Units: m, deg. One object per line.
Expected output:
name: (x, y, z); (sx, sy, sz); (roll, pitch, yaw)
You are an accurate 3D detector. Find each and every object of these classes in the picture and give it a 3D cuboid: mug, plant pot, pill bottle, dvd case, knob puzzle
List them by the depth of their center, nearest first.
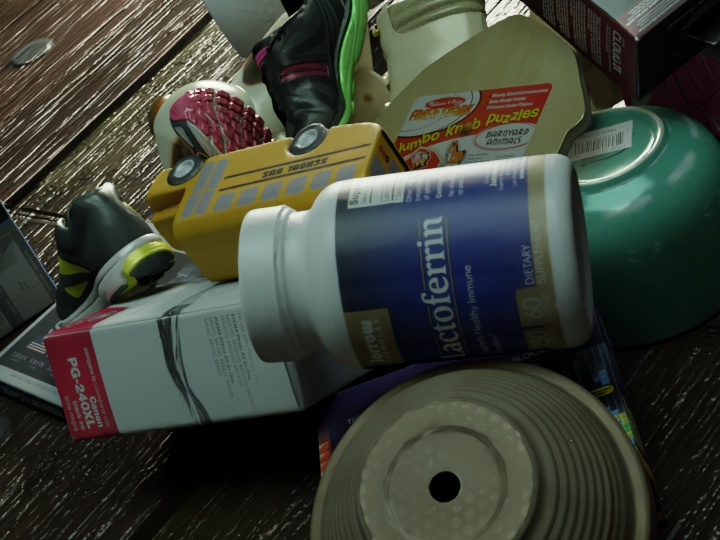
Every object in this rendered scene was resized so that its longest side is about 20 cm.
plant pot: (0.057, 0.133, 0.943); (0.200, 0.093, 0.201); (-8, 63, 17)
pill bottle: (0.034, -0.002, 1.019); (0.199, 0.116, 0.116); (-7, 36, 12)
mug: (0.168, -0.031, 1.151); (0.185, 0.115, 0.152); (-39, 35, -19)
knob puzzle: (0.081, -0.091, 1.174); (0.219, 0.030, 0.220); (-26, 40, 25)
dvd case: (-0.197, 0.040, 1.396); (0.150, 0.025, 0.200); (14, 50, 46)
mug: (-0.066, -0.292, 1.678); (0.175, 0.148, 0.200); (-33, 2, 3)

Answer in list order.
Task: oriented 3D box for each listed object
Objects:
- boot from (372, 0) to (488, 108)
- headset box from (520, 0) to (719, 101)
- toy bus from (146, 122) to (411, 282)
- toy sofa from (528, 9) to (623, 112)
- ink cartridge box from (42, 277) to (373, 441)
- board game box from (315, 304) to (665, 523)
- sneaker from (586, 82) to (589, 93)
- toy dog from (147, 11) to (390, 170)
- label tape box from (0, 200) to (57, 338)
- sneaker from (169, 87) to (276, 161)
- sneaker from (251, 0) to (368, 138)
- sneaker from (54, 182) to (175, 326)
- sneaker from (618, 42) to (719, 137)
boot: (0.034, -0.114, 1.296); (0.200, 0.073, 0.156); (-36, 58, 36)
headset box: (0.186, -0.222, 1.152); (0.149, 0.075, 0.200); (-38, 63, -11)
toy bus: (-0.058, -0.044, 1.172); (0.199, 0.065, 0.078); (-11, 43, 31)
toy sofa: (0.186, -0.212, 1.305); (0.083, 0.200, 0.098); (-31, 68, -6)
ink cartridge box: (-0.094, 0.052, 1.194); (0.199, 0.084, 0.145); (-9, 9, 31)
board game box: (0.074, 0.117, 1.067); (0.199, 0.057, 0.166); (-21, 34, 9)
sneaker: (0.096, -0.094, 1.337); (0.200, 0.079, 0.079); (-36, 61, 29)
toy dog: (-0.071, -0.127, 1.396); (0.200, 0.194, 0.140); (-30, 44, -17)
label tape box: (-0.376, 0.016, 1.446); (0.200, 0.144, 0.063); (-35, 36, -11)
sneaker: (-0.090, -0.055, 1.296); (0.074, 0.200, 0.081); (-19, 44, 17)
sneaker: (-0.046, -0.139, 1.300); (0.084, 0.077, 0.201); (14, 56, -10)
sneaker: (-0.197, -0.012, 1.309); (0.074, 0.085, 0.200); (-29, -3, -28)
sneaker: (0.252, -0.140, 1.235); (0.088, 0.082, 0.200); (-21, 7, -5)
